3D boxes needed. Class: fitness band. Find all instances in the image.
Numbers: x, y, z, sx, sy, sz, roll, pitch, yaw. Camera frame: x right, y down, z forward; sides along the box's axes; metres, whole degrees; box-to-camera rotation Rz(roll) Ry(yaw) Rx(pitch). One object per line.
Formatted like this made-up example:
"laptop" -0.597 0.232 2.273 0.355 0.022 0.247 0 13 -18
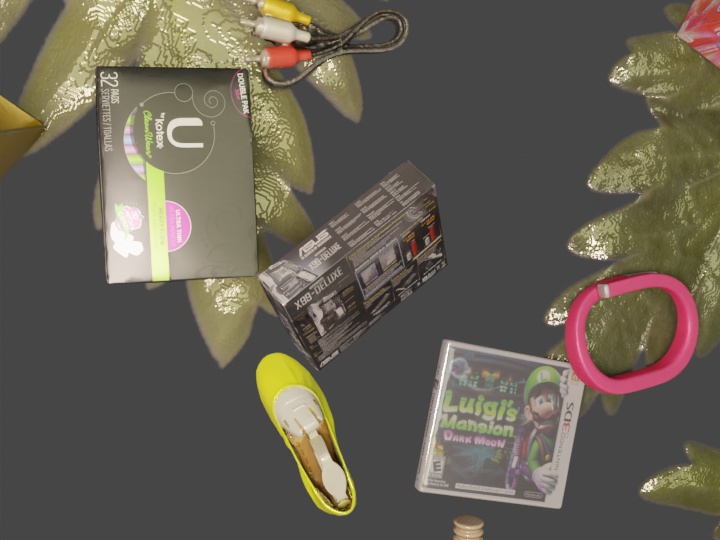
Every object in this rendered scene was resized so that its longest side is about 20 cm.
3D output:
"fitness band" 0.347 0.078 0.980 0.198 0.037 0.146 -10 94 -23

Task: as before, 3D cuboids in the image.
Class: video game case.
"video game case" 0.176 0.191 0.951 0.198 0.023 0.184 12 89 -16

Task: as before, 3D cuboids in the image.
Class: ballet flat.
"ballet flat" -0.054 0.185 0.860 0.066 0.067 0.202 -25 99 -13

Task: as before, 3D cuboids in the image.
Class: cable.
"cable" -0.036 -0.250 0.855 0.197 0.050 0.099 -2 94 -15

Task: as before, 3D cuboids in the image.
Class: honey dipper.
"honey dipper" 0.130 0.402 0.940 0.037 0.038 0.203 -1 94 -16

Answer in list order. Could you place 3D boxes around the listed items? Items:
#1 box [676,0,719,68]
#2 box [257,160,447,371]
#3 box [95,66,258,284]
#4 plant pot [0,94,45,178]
"box" 0.500 -0.319 0.931 0.102 0.200 0.095 30 84 -15
"box" 0.000 0.000 0.826 0.199 0.158 0.050 -39 59 -11
"box" -0.186 -0.091 0.781 0.147 0.124 0.203 -4 92 -15
"plant pot" -0.433 -0.110 0.680 0.199 0.200 0.177 34 94 -15
